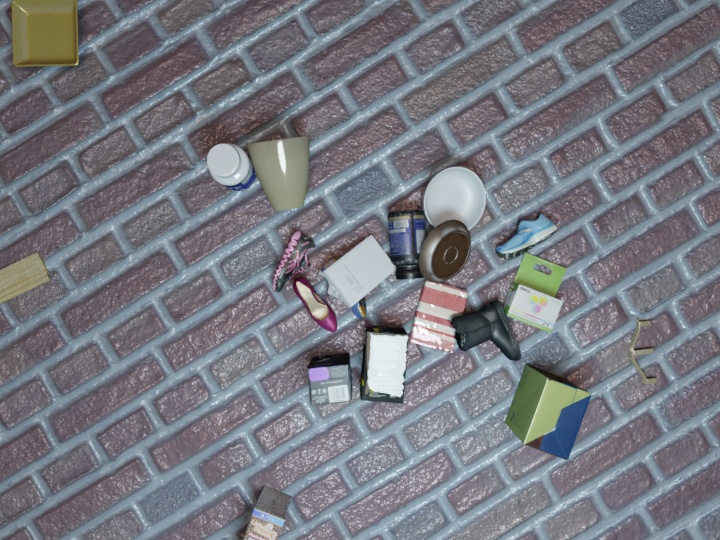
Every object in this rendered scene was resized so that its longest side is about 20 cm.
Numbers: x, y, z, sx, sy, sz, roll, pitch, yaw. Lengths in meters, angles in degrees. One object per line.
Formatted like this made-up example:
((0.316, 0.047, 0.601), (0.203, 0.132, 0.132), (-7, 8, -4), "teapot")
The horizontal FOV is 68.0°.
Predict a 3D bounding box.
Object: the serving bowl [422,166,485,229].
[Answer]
((0.274, -0.213, 1.611), (0.198, 0.066, 0.202), (-3, 105, -13), "serving bowl")

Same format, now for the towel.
((0.241, 0.142, 1.650), (0.143, 0.023, 0.202), (16, 90, 0), "towel")

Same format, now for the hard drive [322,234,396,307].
((0.000, 0.000, 1.600), (0.200, 0.027, 0.132), (-38, 91, -27), "hard drive")

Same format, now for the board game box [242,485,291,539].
((-0.291, 0.782, 1.588), (0.096, 0.159, 0.202), (21, 90, 0), "board game box")

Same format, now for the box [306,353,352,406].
((-0.086, 0.315, 1.561), (0.121, 0.200, 0.107), (-6, 91, 0), "box")

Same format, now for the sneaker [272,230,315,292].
((-0.201, -0.016, 1.627), (0.095, 0.079, 0.201), (26, 92, -12), "sneaker")

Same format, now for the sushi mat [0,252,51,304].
((-1.064, 0.027, 1.649), (0.199, 0.012, 0.096), (-26, 90, 0), "sushi mat")

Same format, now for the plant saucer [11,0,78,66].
((-0.947, -0.715, 1.623), (0.198, 0.048, 0.202), (-1, 90, 0), "plant saucer")

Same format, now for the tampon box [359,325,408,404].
((0.068, 0.274, 1.586), (0.125, 0.150, 0.202), (5, 90, -1), "tampon box")

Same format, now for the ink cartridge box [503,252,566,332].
((0.537, 0.065, 1.619), (0.147, 0.076, 0.202), (21, 93, -1), "ink cartridge box")

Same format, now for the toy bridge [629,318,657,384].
((0.868, 0.250, 1.649), (0.066, 0.027, 0.202), (-7, 90, 1), "toy bridge")

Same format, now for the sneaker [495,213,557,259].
((0.495, -0.106, 1.633), (0.199, 0.078, 0.090), (-29, 73, -4), "sneaker")

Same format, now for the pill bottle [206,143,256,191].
((-0.376, -0.303, 1.553), (0.118, 0.200, 0.121), (0, 90, 0), "pill bottle")

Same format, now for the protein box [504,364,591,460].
((0.543, 0.407, 1.564), (0.134, 0.200, 0.200), (20, 91, 0), "protein box")

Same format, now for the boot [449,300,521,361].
((0.375, 0.208, 1.611), (0.167, 0.076, 0.202), (-24, 94, -7), "boot")

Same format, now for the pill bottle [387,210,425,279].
((0.142, -0.076, 1.601), (0.111, 0.112, 0.202), (-3, 91, 0), "pill bottle")

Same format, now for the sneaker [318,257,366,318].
((-0.054, 0.064, 1.631), (0.088, 0.075, 0.201), (-30, 85, 13), "sneaker")

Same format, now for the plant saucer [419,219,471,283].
((0.260, -0.050, 1.581), (0.199, 0.032, 0.202), (-17, 122, -28), "plant saucer")

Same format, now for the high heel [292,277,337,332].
((-0.139, 0.109, 1.610), (0.067, 0.096, 0.200), (-40, 90, 0), "high heel")

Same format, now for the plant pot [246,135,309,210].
((-0.228, -0.285, 1.577), (0.185, 0.187, 0.202), (-7, 104, 0), "plant pot")
